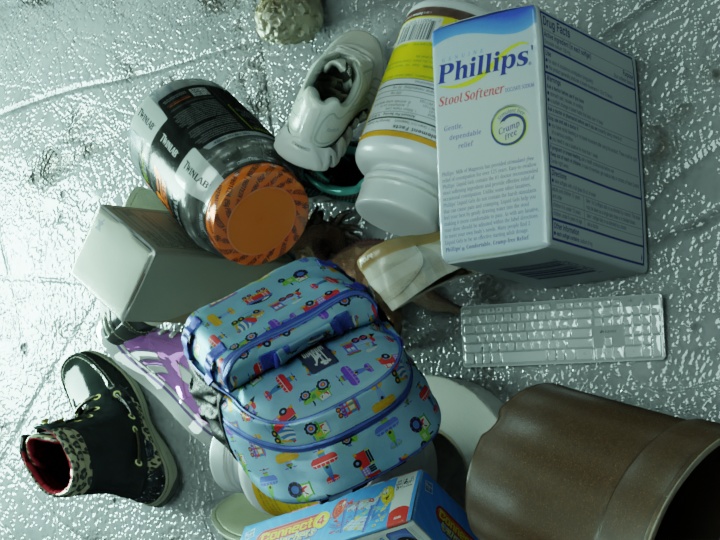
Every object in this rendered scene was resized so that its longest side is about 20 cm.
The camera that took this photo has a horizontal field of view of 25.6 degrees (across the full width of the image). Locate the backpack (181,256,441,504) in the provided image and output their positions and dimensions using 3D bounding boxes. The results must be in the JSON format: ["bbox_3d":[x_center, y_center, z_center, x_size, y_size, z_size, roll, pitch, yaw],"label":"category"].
[{"bbox_3d":[-0.037,0.096,1.313,0.200,0.182,0.135,42,153,58],"label":"backpack"}]

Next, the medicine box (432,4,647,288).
[{"bbox_3d":[0.152,-0.098,1.325,0.103,0.182,0.200,-9,78,34],"label":"medicine box"}]

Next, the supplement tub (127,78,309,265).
[{"bbox_3d":[-0.133,-0.093,1.499,0.123,0.122,0.200,-60,38,13],"label":"supplement tub"}]

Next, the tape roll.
[{"bbox_3d":[0.063,0.194,1.438,0.203,0.037,0.203,-5,81,35],"label":"tape roll"}]

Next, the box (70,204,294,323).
[{"bbox_3d":[-0.168,-0.003,1.529,0.095,0.200,0.078,39,110,35],"label":"box"}]

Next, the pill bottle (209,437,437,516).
[{"bbox_3d":[-0.038,0.175,1.426,0.200,0.104,0.104,3,85,36],"label":"pill bottle"}]

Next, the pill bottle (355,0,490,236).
[{"bbox_3d":[0.063,-0.132,1.408,0.109,0.109,0.200,7,69,36],"label":"pill bottle"}]

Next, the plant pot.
[{"bbox_3d":[0.204,0.187,1.254,0.198,0.200,0.200,21,96,44],"label":"plant pot"}]

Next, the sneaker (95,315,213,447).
[{"bbox_3d":[-0.176,0.077,1.612,0.200,0.073,0.114,39,102,22],"label":"sneaker"}]

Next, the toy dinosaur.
[{"bbox_3d":[0.000,0.000,1.487,0.200,0.086,0.136,1,77,30],"label":"toy dinosaur"}]

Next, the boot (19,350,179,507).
[{"bbox_3d":[-0.286,0.156,1.622,0.073,0.154,0.204,-49,59,20],"label":"boot"}]

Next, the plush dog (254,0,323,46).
[{"bbox_3d":[-0.105,-0.339,1.552,0.160,0.172,0.200,-48,58,20],"label":"plush dog"}]

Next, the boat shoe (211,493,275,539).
[{"bbox_3d":[-0.071,0.261,1.504,0.199,0.074,0.066,5,125,49],"label":"boat shoe"}]

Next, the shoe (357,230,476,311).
[{"bbox_3d":[0.080,-0.010,1.364,0.053,0.200,0.070,58,135,15],"label":"shoe"}]

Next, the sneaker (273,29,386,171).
[{"bbox_3d":[-0.016,-0.174,1.469,0.075,0.200,0.081,20,130,4],"label":"sneaker"}]

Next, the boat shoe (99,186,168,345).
[{"bbox_3d":[-0.232,-0.009,1.624,0.068,0.072,0.200,-40,34,30],"label":"boat shoe"}]

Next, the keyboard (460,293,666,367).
[{"bbox_3d":[0.175,0.054,1.393,0.200,0.011,0.056,-5,80,35],"label":"keyboard"}]

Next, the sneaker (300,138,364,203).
[{"bbox_3d":[-0.031,-0.102,1.515,0.200,0.091,0.078,9,87,36],"label":"sneaker"}]

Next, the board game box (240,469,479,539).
[{"bbox_3d":[0.027,0.272,1.356,0.196,0.200,0.056,-22,35,32],"label":"board game box"}]
